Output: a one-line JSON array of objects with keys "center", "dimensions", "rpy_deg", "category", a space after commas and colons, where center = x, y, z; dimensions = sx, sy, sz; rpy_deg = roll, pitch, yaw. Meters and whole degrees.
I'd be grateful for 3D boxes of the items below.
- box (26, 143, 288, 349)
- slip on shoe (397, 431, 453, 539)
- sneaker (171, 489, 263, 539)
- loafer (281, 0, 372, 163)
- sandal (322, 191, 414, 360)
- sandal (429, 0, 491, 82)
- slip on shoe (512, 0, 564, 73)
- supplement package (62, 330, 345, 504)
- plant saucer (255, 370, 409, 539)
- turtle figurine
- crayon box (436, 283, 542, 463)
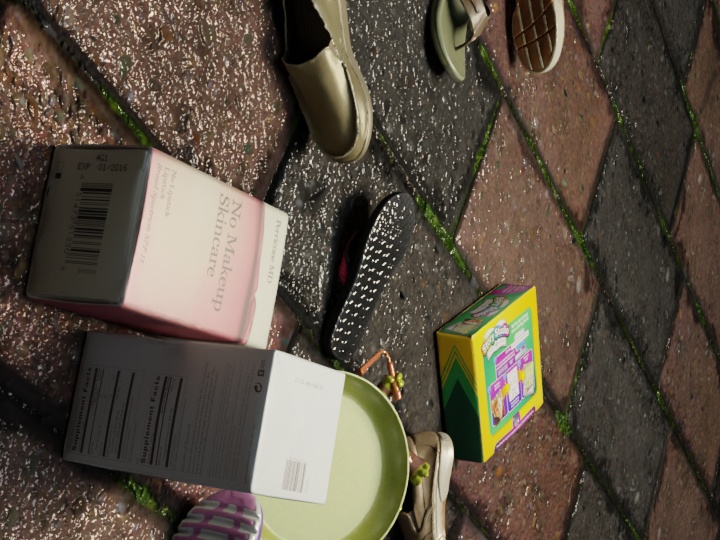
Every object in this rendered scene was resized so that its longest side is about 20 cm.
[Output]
[{"center": [-0.164, -0.015, 1.081], "dimensions": [0.199, 0.108, 0.130], "rpy_deg": [23, 73, -57], "category": "box"}, {"center": [0.069, 0.294, 1.559], "dimensions": [0.060, 0.076, 0.203], "rpy_deg": [4, 100, -19], "category": "slip on shoe"}, {"center": [-0.139, 0.304, 1.201], "dimensions": [0.089, 0.079, 0.203], "rpy_deg": [47, 59, -59], "category": "sneaker"}, {"center": [-0.043, -0.203, 1.302], "dimensions": [0.067, 0.075, 0.203], "rpy_deg": [-29, 108, -53], "category": "loafer"}, {"center": [0.000, 0.000, 1.430], "dimensions": [0.075, 0.045, 0.202], "rpy_deg": [33, 79, -49], "category": "sandal"}, {"center": [0.131, -0.331, 1.584], "dimensions": [0.080, 0.057, 0.204], "rpy_deg": [32, 67, -56], "category": "sandal"}, {"center": [0.242, -0.370, 1.740], "dimensions": [0.060, 0.075, 0.203], "rpy_deg": [-21, 104, -49], "category": "slip on shoe"}, {"center": [-0.129, 0.120, 1.067], "dimensions": [0.113, 0.198, 0.111], "rpy_deg": [25, 72, -56], "category": "supplement package"}, {"center": [-0.040, 0.203, 1.325], "dimensions": [0.197, 0.031, 0.203], "rpy_deg": [1, 89, -31], "category": "plant saucer"}, {"center": [-0.005, 0.200, 1.414], "dimensions": [0.162, 0.064, 0.201], "rpy_deg": [49, 64, -31], "category": "turtle figurine"}, {"center": [0.175, 0.131, 1.712], "dimensions": [0.199, 0.058, 0.175], "rpy_deg": [-31, 118, -54], "category": "crayon box"}]
